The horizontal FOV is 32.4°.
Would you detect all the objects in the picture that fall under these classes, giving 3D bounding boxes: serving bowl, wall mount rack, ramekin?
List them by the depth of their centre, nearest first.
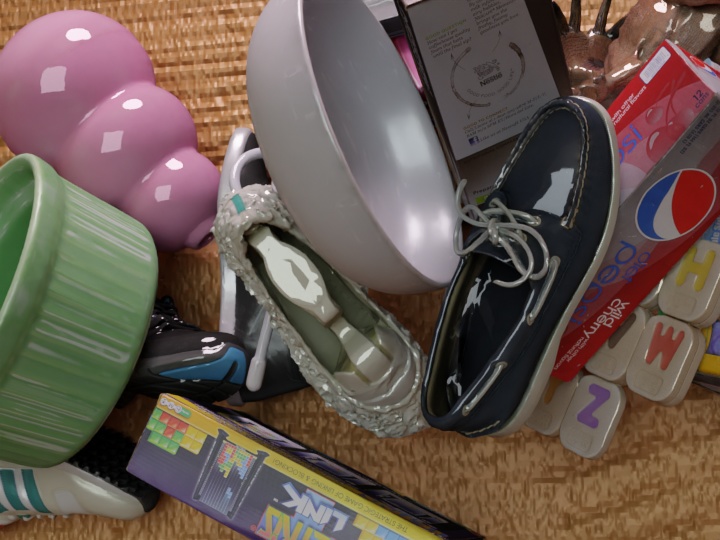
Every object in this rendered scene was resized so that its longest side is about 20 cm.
[{"bbox_3d":[-0.011,-0.074,0.733,0.066,0.200,0.201,-21,76,20],"label":"serving bowl"},{"bbox_3d":[0.000,0.000,0.820,0.199,0.075,0.174,13,54,-14],"label":"wall mount rack"},{"bbox_3d":[-0.219,0.033,0.823,0.200,0.097,0.201,-37,39,38],"label":"ramekin"}]

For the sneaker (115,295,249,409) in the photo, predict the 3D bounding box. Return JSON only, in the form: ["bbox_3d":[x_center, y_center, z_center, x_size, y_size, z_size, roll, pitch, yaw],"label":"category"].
[{"bbox_3d":[-0.149,0.049,0.862,0.199,0.073,0.082,-6,65,44],"label":"sneaker"}]

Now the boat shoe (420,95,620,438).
[{"bbox_3d":[0.083,-0.004,0.689,0.075,0.062,0.201,30,102,42],"label":"boat shoe"}]

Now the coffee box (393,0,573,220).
[{"bbox_3d":[0.077,-0.120,0.750,0.079,0.200,0.115,-20,44,3],"label":"coffee box"}]

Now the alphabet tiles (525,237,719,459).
[{"bbox_3d":[0.147,0.012,0.790,0.200,0.015,0.196,25,92,57],"label":"alphabet tiles"}]

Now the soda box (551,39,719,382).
[{"bbox_3d":[0.150,-0.030,0.731,0.200,0.070,0.064,-52,37,24],"label":"soda box"}]

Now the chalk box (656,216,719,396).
[{"bbox_3d":[0.264,0.022,0.751,0.200,0.124,0.124,12,82,49],"label":"chalk box"}]

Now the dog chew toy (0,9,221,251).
[{"bbox_3d":[-0.177,-0.095,0.907,0.125,0.125,0.200,-45,81,3],"label":"dog chew toy"}]

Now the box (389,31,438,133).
[{"bbox_3d":[0.032,-0.207,0.882,0.099,0.095,0.201,-29,75,7],"label":"box"}]

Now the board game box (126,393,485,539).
[{"bbox_3d":[-0.028,0.152,0.798,0.199,0.165,0.057,25,87,17],"label":"board game box"}]

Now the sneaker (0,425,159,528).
[{"bbox_3d":[-0.241,0.156,0.911,0.199,0.070,0.094,18,105,13],"label":"sneaker"}]

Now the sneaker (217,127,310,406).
[{"bbox_3d":[-0.049,-0.006,0.886,0.099,0.071,0.201,-4,79,5],"label":"sneaker"}]

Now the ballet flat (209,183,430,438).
[{"bbox_3d":[-0.018,0.034,0.753,0.072,0.072,0.200,-41,104,4],"label":"ballet flat"}]

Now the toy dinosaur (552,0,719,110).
[{"bbox_3d":[0.191,-0.153,0.781,0.200,0.086,0.136,-35,34,18],"label":"toy dinosaur"}]

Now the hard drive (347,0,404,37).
[{"bbox_3d":[0.030,-0.259,0.824,0.139,0.038,0.201,-13,77,9],"label":"hard drive"}]

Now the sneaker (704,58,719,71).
[{"bbox_3d":[0.225,-0.140,0.844,0.082,0.074,0.201,-3,76,31],"label":"sneaker"}]
